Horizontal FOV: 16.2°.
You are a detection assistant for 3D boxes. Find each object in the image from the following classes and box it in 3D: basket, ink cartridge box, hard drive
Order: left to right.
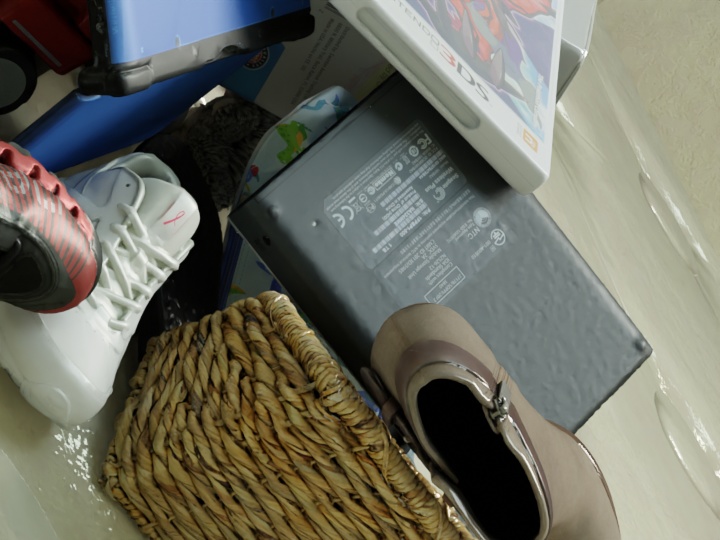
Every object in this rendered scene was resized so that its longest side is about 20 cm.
[{"bbox_3d":[-0.005,0.101,1.250,0.200,0.149,0.143,52,32,-24],"label":"basket"},{"bbox_3d":[0.023,-0.144,1.510,0.199,0.145,0.085,29,38,-7],"label":"ink cartridge box"},{"bbox_3d":[0.045,0.008,1.287,0.140,0.033,0.200,-42,97,-30],"label":"hard drive"}]

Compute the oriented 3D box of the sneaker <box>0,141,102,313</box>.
[{"bbox_3d":[-0.189,-0.027,1.069,0.200,0.071,0.098,38,27,-35],"label":"sneaker"}]

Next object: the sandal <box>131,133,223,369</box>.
[{"bbox_3d":[-0.109,0.015,1.337,0.075,0.048,0.201,38,39,-48],"label":"sandal"}]

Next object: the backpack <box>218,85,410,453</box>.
[{"bbox_3d":[0.000,0.000,1.443,0.146,0.201,0.183,19,25,13],"label":"backpack"}]

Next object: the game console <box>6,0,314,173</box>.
[{"bbox_3d":[-0.117,-0.132,1.241,0.200,0.118,0.172,-28,116,-62],"label":"game console"}]

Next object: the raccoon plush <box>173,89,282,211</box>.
[{"bbox_3d":[-0.018,-0.082,1.571,0.134,0.199,0.097,-56,142,-75],"label":"raccoon plush"}]

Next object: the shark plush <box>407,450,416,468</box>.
[{"bbox_3d":[0.017,0.071,1.556,0.091,0.083,0.200,55,16,-20],"label":"shark plush"}]

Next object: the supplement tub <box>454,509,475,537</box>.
[{"bbox_3d":[0.093,0.236,1.387,0.140,0.140,0.200,50,18,-34],"label":"supplement tub"}]

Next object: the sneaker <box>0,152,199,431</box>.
[{"bbox_3d":[-0.124,-0.004,1.200,0.078,0.099,0.200,52,17,-27],"label":"sneaker"}]

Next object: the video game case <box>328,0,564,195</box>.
[{"bbox_3d":[0.040,-0.155,1.336,0.182,0.023,0.200,44,28,-21],"label":"video game case"}]

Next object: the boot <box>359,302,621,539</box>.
[{"bbox_3d":[0.068,0.100,1.169,0.200,0.070,0.146,52,6,-13],"label":"boot"}]

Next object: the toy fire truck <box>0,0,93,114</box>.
[{"bbox_3d":[-0.163,-0.205,1.257,0.176,0.200,0.129,45,21,-44],"label":"toy fire truck"}]

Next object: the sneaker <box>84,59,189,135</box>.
[{"bbox_3d":[-0.130,-0.158,1.537,0.108,0.067,0.202,24,36,-62],"label":"sneaker"}]
